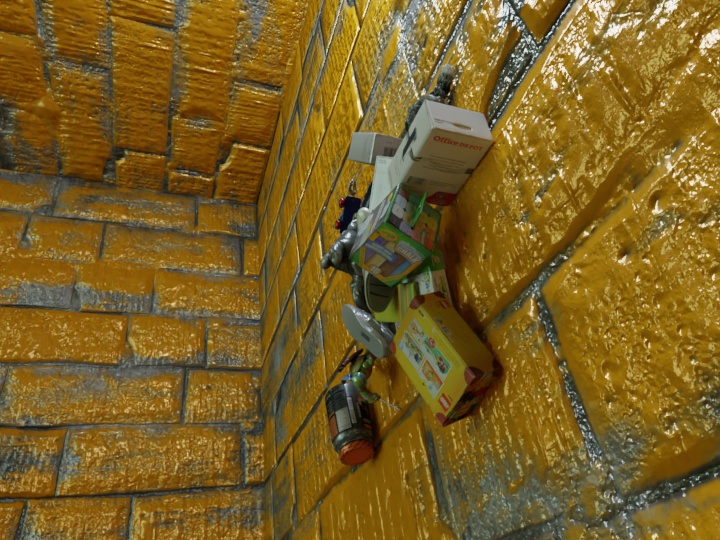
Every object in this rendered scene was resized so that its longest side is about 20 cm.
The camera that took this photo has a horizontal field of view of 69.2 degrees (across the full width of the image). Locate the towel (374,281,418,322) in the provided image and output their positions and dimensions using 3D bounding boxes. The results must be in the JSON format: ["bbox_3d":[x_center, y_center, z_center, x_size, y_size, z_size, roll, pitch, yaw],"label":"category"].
[{"bbox_3d":[0.080,0.075,1.201,0.199,0.018,0.088,170,98,-65],"label":"towel"}]

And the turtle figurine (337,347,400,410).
[{"bbox_3d":[0.047,0.263,1.366,0.194,0.196,0.147,-85,-17,-74],"label":"turtle figurine"}]

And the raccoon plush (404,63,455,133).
[{"bbox_3d":[0.174,-0.347,1.159,0.134,0.095,0.203,53,134,51],"label":"raccoon plush"}]

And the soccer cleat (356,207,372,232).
[{"bbox_3d":[0.029,-0.054,1.297,0.068,0.077,0.204,2,118,45],"label":"soccer cleat"}]

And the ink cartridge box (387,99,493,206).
[{"bbox_3d":[0.159,-0.236,1.081,0.201,0.141,0.085,123,147,-51],"label":"ink cartridge box"}]

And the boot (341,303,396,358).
[{"bbox_3d":[0.037,0.146,1.332,0.200,0.094,0.075,43,133,40],"label":"boot"}]

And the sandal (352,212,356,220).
[{"bbox_3d":[0.007,-0.075,1.601,0.080,0.053,0.205,152,107,-72],"label":"sandal"}]

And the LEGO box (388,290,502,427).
[{"bbox_3d":[0.155,0.166,1.004,0.201,0.076,0.151,54,138,34],"label":"LEGO box"}]

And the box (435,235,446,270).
[{"bbox_3d":[0.134,-0.007,1.244,0.201,0.041,0.121,123,145,-55],"label":"box"}]

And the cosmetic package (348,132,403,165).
[{"bbox_3d":[0.046,-0.338,1.473,0.200,0.105,0.087,-141,59,-65],"label":"cosmetic package"}]

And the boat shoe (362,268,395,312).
[{"bbox_3d":[0.041,0.005,1.209,0.069,0.073,0.204,119,157,-67],"label":"boat shoe"}]

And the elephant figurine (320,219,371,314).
[{"bbox_3d":[0.000,0.000,1.406,0.156,0.199,0.142,-53,-1,32],"label":"elephant figurine"}]

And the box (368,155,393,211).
[{"bbox_3d":[0.085,-0.180,1.324,0.115,0.060,0.205,14,100,39],"label":"box"}]

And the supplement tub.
[{"bbox_3d":[-0.028,0.428,1.461,0.202,0.120,0.124,-107,30,-45],"label":"supplement tub"}]

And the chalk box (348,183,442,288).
[{"bbox_3d":[0.086,-0.082,1.089,0.200,0.123,0.126,-41,21,48],"label":"chalk box"}]

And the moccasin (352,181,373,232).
[{"bbox_3d":[0.029,-0.164,1.536,0.068,0.079,0.203,40,110,54],"label":"moccasin"}]

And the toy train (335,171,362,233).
[{"bbox_3d":[-0.031,-0.224,1.708,0.116,0.083,0.204,-110,29,-75],"label":"toy train"}]

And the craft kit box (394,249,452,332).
[{"bbox_3d":[0.131,0.078,1.158,0.199,0.048,0.202,-30,71,62],"label":"craft kit box"}]
